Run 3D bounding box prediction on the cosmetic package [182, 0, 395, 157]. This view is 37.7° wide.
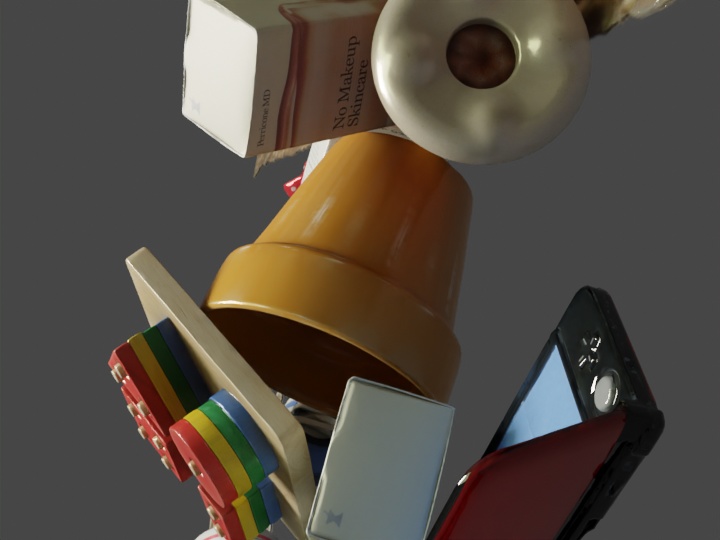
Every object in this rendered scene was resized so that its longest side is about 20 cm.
[{"bbox_3d":[-0.027,-0.163,0.804,0.087,0.200,0.103,38,133,37],"label":"cosmetic package"}]

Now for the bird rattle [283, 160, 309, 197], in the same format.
[{"bbox_3d":[-0.032,-0.049,1.220,0.163,0.113,0.200,-25,40,58],"label":"bird rattle"}]

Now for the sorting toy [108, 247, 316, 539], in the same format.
[{"bbox_3d":[-0.121,0.117,0.810,0.200,0.070,0.199,45,158,29],"label":"sorting toy"}]

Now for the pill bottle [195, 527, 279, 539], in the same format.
[{"bbox_3d":[-0.137,0.385,1.142,0.200,0.109,0.109,-94,22,-50],"label":"pill bottle"}]

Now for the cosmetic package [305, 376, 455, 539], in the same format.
[{"bbox_3d":[0.012,0.149,0.727,0.200,0.071,0.105,92,-167,-74],"label":"cosmetic package"}]

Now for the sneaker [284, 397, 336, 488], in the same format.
[{"bbox_3d":[-0.026,0.103,0.957,0.200,0.080,0.147,-60,-10,-70],"label":"sneaker"}]

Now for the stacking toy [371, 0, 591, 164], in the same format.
[{"bbox_3d":[0.080,-0.131,0.779,0.200,0.146,0.146,92,-171,-83],"label":"stacking toy"}]

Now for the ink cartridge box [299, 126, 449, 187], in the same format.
[{"bbox_3d":[0.008,-0.077,0.974,0.068,0.115,0.200,-115,40,-67],"label":"ink cartridge box"}]

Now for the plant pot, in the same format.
[{"bbox_3d":[0.000,0.000,0.828,0.183,0.200,0.200,-66,9,-23],"label":"plant pot"}]

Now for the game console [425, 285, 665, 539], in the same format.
[{"bbox_3d":[0.064,0.120,0.580,0.172,0.119,0.200,-97,25,-53],"label":"game console"}]
